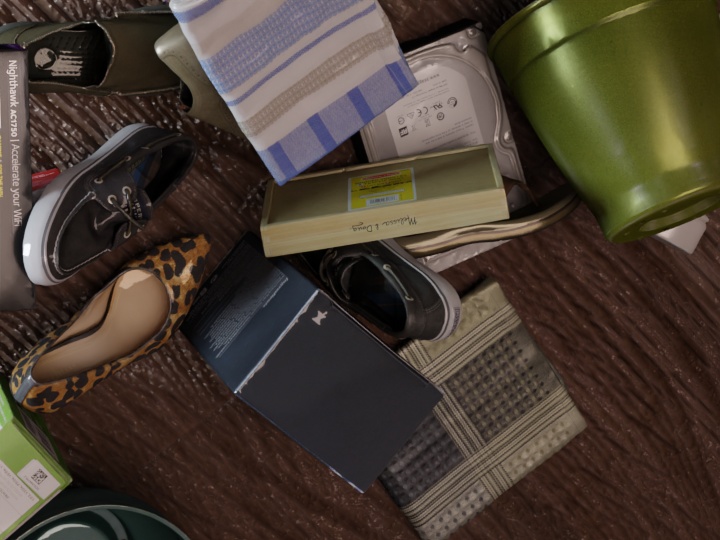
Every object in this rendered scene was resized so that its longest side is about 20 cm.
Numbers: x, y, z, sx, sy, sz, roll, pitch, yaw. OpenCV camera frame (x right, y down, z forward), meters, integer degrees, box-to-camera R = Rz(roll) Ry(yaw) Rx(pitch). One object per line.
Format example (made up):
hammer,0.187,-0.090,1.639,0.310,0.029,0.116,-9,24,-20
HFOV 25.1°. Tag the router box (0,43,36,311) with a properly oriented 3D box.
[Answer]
router box,-0.321,-0.066,1.203,0.148,0.051,0.201,-3,102,-21

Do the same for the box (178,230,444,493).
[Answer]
box,-0.047,0.071,1.339,0.148,0.200,0.107,41,88,-25

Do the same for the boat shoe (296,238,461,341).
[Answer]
boat shoe,0.000,0.000,1.338,0.056,0.200,0.069,-5,116,-42

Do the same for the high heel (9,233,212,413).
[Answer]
high heel,-0.195,0.040,1.302,0.200,0.143,0.071,-44,88,-3

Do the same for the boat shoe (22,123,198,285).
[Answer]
boat shoe,-0.188,-0.053,1.263,0.200,0.066,0.070,-51,138,-52

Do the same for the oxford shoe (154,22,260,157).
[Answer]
oxford shoe,-0.108,-0.144,1.302,0.074,0.071,0.200,-22,147,4

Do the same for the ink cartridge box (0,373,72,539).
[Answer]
ink cartridge box,-0.338,0.184,1.285,0.200,0.148,0.076,-41,114,-6

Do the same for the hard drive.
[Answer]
hard drive,0.068,-0.104,1.427,0.139,0.038,0.201,-23,112,-14

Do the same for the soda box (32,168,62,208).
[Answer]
soda box,-0.322,-0.023,1.278,0.199,0.070,0.064,-15,107,-16

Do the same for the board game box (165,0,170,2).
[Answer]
board game box,-0.106,-0.306,1.301,0.157,0.039,0.201,-1,105,-21

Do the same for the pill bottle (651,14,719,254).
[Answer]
pill bottle,0.307,-0.123,1.471,0.114,0.114,0.201,25,94,-25

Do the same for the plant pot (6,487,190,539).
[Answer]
plant pot,-0.236,0.267,1.355,0.199,0.134,0.202,-6,106,-20

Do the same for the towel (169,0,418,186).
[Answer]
towel,-0.045,-0.171,1.226,0.147,0.024,0.200,-36,133,-7

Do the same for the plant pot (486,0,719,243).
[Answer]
plant pot,0.233,-0.134,1.351,0.199,0.200,0.194,-17,78,-16

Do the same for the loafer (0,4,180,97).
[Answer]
loafer,-0.195,-0.168,1.288,0.199,0.070,0.076,-10,108,-18

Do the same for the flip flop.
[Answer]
flip flop,0.100,-0.053,1.398,0.199,0.081,0.058,-12,95,-12

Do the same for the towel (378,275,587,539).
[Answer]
towel,0.094,0.132,1.509,0.200,0.035,0.193,-36,111,-6

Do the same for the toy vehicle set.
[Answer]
toy vehicle set,0.019,-0.060,1.335,0.199,0.124,0.027,-9,111,4

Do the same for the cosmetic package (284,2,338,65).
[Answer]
cosmetic package,-0.049,-0.227,1.277,0.081,0.113,0.201,-34,131,-10
